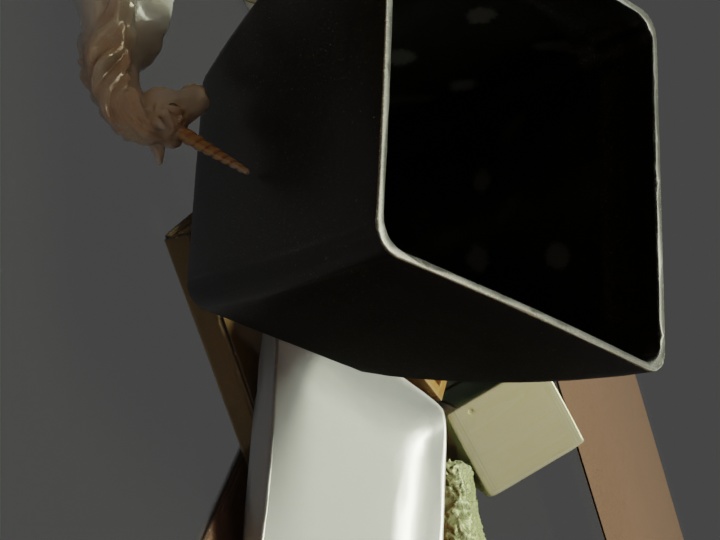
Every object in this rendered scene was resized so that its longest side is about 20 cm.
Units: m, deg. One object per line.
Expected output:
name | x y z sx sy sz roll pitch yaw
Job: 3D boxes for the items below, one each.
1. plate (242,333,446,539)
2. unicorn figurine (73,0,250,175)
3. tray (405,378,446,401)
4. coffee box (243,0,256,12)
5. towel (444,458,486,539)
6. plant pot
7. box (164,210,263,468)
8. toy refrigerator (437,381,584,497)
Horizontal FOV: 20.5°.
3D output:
plate | -0.011 0.139 1.088 0.200 0.032 0.201 38 48 -52
unicorn figurine | -0.116 -0.144 0.995 0.201 0.073 0.138 57 28 -15
tray | 0.037 -0.032 1.214 0.099 0.037 0.201 52 46 -45
coffee box | 0.025 -0.210 1.340 0.115 0.198 0.080 60 20 -49
towel | 0.071 0.213 1.345 0.200 0.036 0.150 78 5 -70
plant pot | 0.021 -0.049 1.000 0.199 0.177 0.202 23 60 -39
box | -0.036 0.040 1.132 0.164 0.021 0.201 -47 123 -58
toy refrigerator | 0.090 0.101 1.401 0.070 0.076 0.200 61 -5 -3
